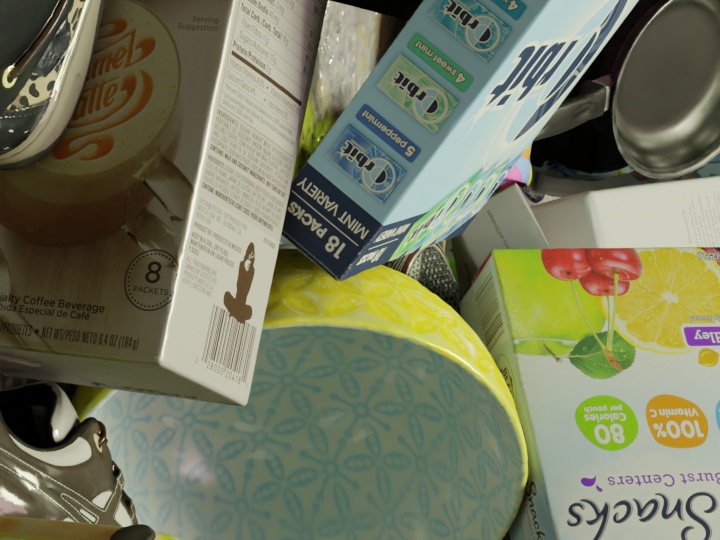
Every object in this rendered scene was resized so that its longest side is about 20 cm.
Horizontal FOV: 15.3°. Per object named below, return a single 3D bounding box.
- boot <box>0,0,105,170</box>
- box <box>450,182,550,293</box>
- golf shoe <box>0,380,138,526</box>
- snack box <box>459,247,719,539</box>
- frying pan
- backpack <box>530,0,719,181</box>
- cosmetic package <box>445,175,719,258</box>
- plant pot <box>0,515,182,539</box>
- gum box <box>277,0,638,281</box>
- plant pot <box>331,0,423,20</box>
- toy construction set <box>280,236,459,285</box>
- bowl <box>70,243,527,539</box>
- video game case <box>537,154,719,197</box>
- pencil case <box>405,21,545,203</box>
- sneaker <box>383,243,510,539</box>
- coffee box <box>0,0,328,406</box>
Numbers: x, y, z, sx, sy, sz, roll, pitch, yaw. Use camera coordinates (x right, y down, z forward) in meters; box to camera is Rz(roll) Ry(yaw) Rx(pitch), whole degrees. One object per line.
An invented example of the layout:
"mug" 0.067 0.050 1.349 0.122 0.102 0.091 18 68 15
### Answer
"boot" -0.134 -0.143 0.931 0.154 0.073 0.204 18 83 -73
"box" 0.106 0.074 1.283 0.156 0.041 0.200 75 -10 -71
"golf shoe" -0.112 0.095 1.048 0.200 0.077 0.095 29 71 -62
"snack box" 0.133 0.087 1.160 0.053 0.142 0.201 119 -35 -56
"frying pan" 0.147 -0.085 1.439 0.190 0.031 0.115 -35 133 -19
"backpack" 0.141 -0.149 1.526 0.154 0.163 0.201 27 78 -82
"cosmetic package" 0.137 -0.005 1.474 0.200 0.101 0.072 -8 84 -57
"plant pot" -0.140 0.189 0.873 0.199 0.199 0.182 -39 126 -55
"gum box" 0.060 -0.094 1.090 0.200 0.045 0.170 -54 170 17
"plant pot" 0.008 -0.220 1.134 0.178 0.199 0.200 90 20 -48
"toy construction set" 0.000 0.000 1.292 0.200 0.092 0.132 -36 143 -55
"bowl" -0.031 0.053 1.144 0.108 0.199 0.200 -95 172 -45
"video game case" 0.183 -0.137 1.606 0.024 0.182 0.201 3 94 -40
"pencil case" 0.063 -0.134 1.417 0.088 0.088 0.201 12 83 -68
"sneaker" 0.053 0.076 1.219 0.080 0.075 0.201 -14 84 -49
"coffee box" -0.088 -0.058 1.030 0.080 0.114 0.201 32 66 -62
